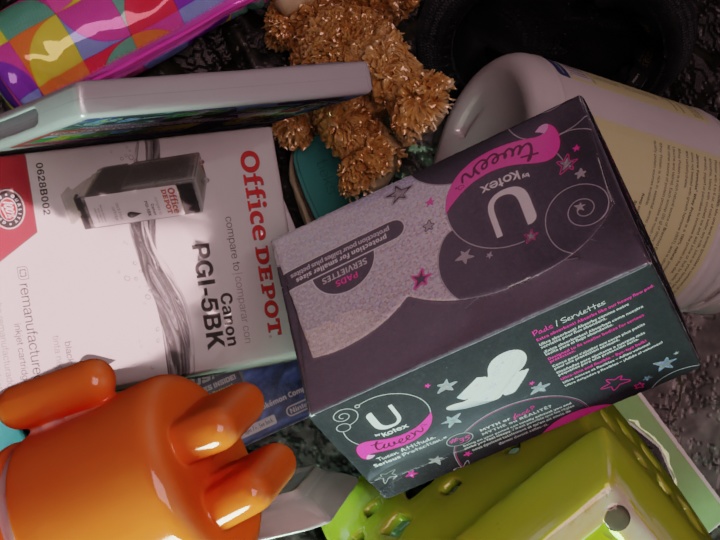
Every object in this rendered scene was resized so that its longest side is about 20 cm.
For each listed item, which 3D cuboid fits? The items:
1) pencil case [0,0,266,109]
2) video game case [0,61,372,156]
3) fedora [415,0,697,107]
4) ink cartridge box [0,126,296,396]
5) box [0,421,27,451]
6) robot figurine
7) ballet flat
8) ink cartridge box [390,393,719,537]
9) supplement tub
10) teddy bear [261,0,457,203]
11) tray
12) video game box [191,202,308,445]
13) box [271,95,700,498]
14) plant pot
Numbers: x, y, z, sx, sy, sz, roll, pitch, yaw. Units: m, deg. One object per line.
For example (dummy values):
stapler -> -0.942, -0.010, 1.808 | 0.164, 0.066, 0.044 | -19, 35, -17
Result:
pencil case -> -0.156, -0.163, 1.023 | 0.200, 0.088, 0.089 | -34, 94, -11
video game case -> -0.124, -0.093, 0.933 | 0.199, 0.182, 0.023 | -10, 90, -39
fedora -> 0.128, -0.179, 1.059 | 0.199, 0.201, 0.092 | 2, 53, -12
ink cartridge box -> -0.143, -0.002, 0.946 | 0.199, 0.083, 0.148 | -9, 86, -19
box -> -0.255, 0.085, 0.988 | 0.049, 0.082, 0.201 | -35, 94, -13
robot figurine -> -0.135, 0.133, 0.866 | 0.199, 0.117, 0.144 | -25, 135, 18
ballet flat -> 0.000, 0.000, 1.028 | 0.069, 0.070, 0.201 | -6, 63, -12
ink cartridge box -> 0.135, 0.176, 1.080 | 0.200, 0.048, 0.146 | -39, 95, -11
supplement tub -> 0.162, -0.051, 1.035 | 0.199, 0.145, 0.146 | 14, 84, -25
teddy bear -> -0.009, -0.137, 1.003 | 0.067, 0.145, 0.201 | 13, 55, -38
tray -> -0.105, 0.155, 0.967 | 0.199, 0.107, 0.022 | -14, 93, 11
video game box -> -0.121, 0.035, 1.017 | 0.199, 0.047, 0.183 | -23, 89, -19
box -> 0.067, 0.015, 0.878 | 0.199, 0.115, 0.133 | -24, 51, 10
plant pot -> 0.113, 0.188, 0.941 | 0.200, 0.182, 0.199 | -39, 103, 2
